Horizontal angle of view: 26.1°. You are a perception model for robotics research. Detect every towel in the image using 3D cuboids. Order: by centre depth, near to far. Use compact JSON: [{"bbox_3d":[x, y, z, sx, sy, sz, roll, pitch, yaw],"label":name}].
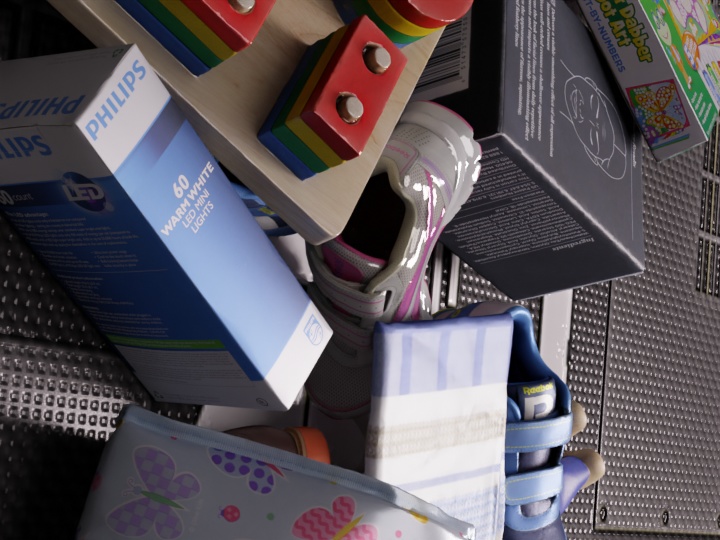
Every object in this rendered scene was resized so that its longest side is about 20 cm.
[{"bbox_3d":[0.042,0.126,0.922,0.146,0.024,0.202,-3,98,-54],"label":"towel"}]

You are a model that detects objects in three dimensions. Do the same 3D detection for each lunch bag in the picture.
[{"bbox_3d":[-0.052,0.183,0.783,0.127,0.198,0.171,110,-5,-70],"label":"lunch bag"}]

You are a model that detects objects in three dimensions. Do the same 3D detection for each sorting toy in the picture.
[{"bbox_3d":[-0.033,-0.156,0.799,0.200,0.069,0.200,43,53,-23],"label":"sorting toy"}]

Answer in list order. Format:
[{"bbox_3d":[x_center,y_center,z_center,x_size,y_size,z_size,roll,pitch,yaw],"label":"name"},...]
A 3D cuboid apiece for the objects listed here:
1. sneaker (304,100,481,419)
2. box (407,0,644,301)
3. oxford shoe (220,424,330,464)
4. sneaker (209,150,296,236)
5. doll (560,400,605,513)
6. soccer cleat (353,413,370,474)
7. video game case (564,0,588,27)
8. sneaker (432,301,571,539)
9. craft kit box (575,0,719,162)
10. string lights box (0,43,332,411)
[{"bbox_3d":[0.000,0.000,0.908,0.088,0.081,0.201,-23,132,-58],"label":"sneaker"},{"bbox_3d":[0.099,-0.093,1.029,0.200,0.106,0.150,36,49,-45],"label":"box"},{"bbox_3d":[-0.067,0.188,0.885,0.072,0.071,0.202,7,84,-25],"label":"oxford shoe"},{"bbox_3d":[-0.054,-0.060,0.876,0.199,0.082,0.075,7,83,-54],"label":"sneaker"},{"bbox_3d":[0.102,0.163,1.093,0.199,0.048,0.137,-24,93,-48],"label":"doll"},{"bbox_3d":[-0.015,0.174,0.949,0.086,0.070,0.201,40,59,-18],"label":"soccer cleat"},{"bbox_3d":[0.181,-0.243,1.220,0.199,0.025,0.182,-19,104,-50],"label":"video game case"},{"bbox_3d":[0.098,0.114,1.016,0.074,0.082,0.202,-9,78,-40],"label":"sneaker"},{"bbox_3d":[0.201,-0.202,1.113,0.198,0.048,0.200,58,28,-12],"label":"craft kit box"},{"bbox_3d":[-0.109,-0.016,0.789,0.201,0.102,0.059,57,49,-34],"label":"string lights box"}]
